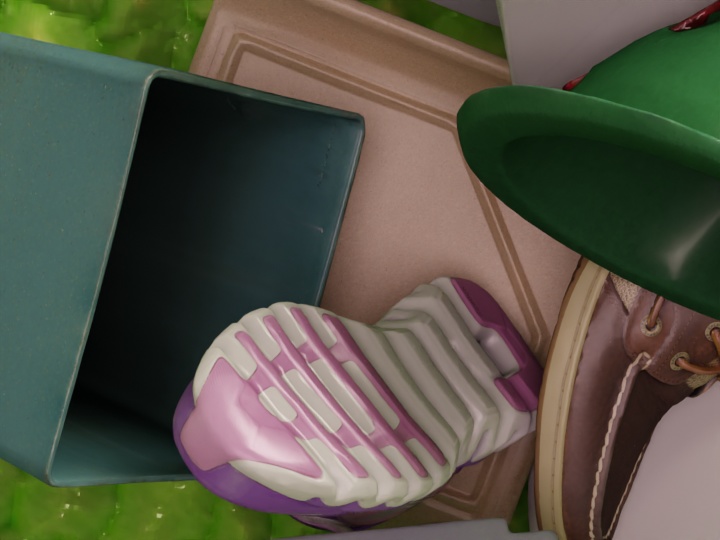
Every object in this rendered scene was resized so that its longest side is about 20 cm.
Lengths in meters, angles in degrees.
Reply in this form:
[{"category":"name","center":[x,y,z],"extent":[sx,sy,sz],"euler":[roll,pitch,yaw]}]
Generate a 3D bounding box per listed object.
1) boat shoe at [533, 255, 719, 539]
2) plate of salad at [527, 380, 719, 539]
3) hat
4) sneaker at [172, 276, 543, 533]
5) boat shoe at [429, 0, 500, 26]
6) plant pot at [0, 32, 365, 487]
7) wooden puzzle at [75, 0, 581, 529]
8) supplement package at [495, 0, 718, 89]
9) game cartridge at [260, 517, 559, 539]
[{"category":"boat shoe","center":[0.119,0.013,0.832],"extent":[0.071,0.072,0.202],"euler":[17,88,20]},{"category":"plate of salad","center":[0.159,0.081,0.857],"extent":[0.198,0.048,0.202],"euler":[-10,69,26]},{"category":"hat","center":[0.151,-0.085,0.727],"extent":[0.199,0.165,0.177],"euler":[15,74,44]},{"category":"sneaker","center":[-0.008,0.061,0.801],"extent":[0.088,0.200,0.081],"euler":[-41,74,26]},{"category":"boat shoe","center":[0.029,-0.141,0.858],"extent":[0.198,0.069,0.057],"euler":[9,60,-14]},{"category":"plant pot","center":[-0.129,-0.021,0.834],"extent":[0.199,0.141,0.143],"euler":[19,97,31]},{"category":"wooden puzzle","center":[0.000,0.000,0.896],"extent":[0.184,0.037,0.202],"euler":[21,100,2]},{"category":"supplement package","center":[0.107,-0.171,0.713],"extent":[0.154,0.201,0.112],"euler":[-9,53,4]},{"category":"game cartridge","center":[0.016,0.162,0.839],"extent":[0.132,0.201,0.041],"euler":[-3,51,7]}]
